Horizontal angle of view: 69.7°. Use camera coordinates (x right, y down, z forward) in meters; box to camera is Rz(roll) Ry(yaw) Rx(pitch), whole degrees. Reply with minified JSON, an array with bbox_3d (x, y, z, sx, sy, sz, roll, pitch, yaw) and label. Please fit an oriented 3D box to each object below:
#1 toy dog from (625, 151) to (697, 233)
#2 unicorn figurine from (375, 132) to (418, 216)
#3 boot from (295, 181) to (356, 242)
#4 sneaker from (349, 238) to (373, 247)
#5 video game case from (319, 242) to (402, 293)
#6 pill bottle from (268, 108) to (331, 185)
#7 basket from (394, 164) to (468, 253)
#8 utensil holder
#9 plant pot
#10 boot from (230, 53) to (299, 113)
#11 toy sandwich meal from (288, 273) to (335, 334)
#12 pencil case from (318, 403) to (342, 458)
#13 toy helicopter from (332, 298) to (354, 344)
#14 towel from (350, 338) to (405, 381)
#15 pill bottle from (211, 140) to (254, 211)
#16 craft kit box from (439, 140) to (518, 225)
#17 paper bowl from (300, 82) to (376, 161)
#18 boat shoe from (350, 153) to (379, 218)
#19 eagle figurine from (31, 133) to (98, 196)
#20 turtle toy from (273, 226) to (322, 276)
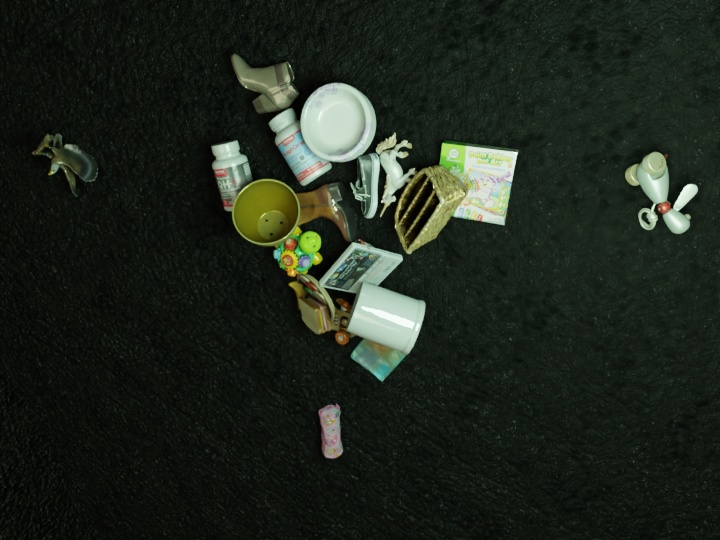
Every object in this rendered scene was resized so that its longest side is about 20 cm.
[{"bbox_3d":[0.719,-0.195,1.218,0.096,0.132,0.201,-30,108,-9],"label":"toy dog"},{"bbox_3d":[0.100,-0.271,1.448,0.136,0.074,0.202,-15,93,36],"label":"unicorn figurine"},{"bbox_3d":[-0.122,-0.162,1.581,0.198,0.069,0.190,-11,113,28],"label":"boot"},{"bbox_3d":[-0.019,-0.014,1.598,0.081,0.079,0.200,17,142,-25],"label":"sneaker"},{"bbox_3d":[0.000,0.000,1.553,0.180,0.024,0.200,12,138,-33],"label":"video game case"},{"bbox_3d":[-0.176,-0.356,1.488,0.108,0.109,0.201,-27,102,29],"label":"pill bottle"},{"bbox_3d":[0.162,-0.173,1.373,0.143,0.148,0.201,46,132,15],"label":"basket"},{"bbox_3d":[0.073,0.141,1.557,0.198,0.170,0.171,19,120,-4],"label":"utensil holder"},{"bbox_3d":[-0.276,-0.157,1.571,0.197,0.142,0.203,0,77,-1],"label":"plant pot"},{"bbox_3d":[-0.264,-0.549,1.467,0.145,0.070,0.201,-22,105,22],"label":"boot"},{"bbox_3d":[-0.156,0.104,1.637,0.205,0.070,0.206,41,153,27],"label":"toy sandwich meal"},{"bbox_3d":[-0.107,0.594,1.913,0.086,0.087,0.202,7,115,19],"label":"pencil case"},{"bbox_3d":[-0.080,0.136,1.699,0.199,0.079,0.133,38,129,16],"label":"toy helicopter"},{"bbox_3d":[0.070,0.268,1.727,0.146,0.022,0.200,38,121,1],"label":"towel"},{"bbox_3d":[-0.394,-0.295,1.601,0.110,0.111,0.202,-3,112,23],"label":"pill bottle"},{"bbox_3d":[0.307,-0.236,1.391,0.198,0.049,0.200,11,114,17],"label":"craft kit box"},{"bbox_3d":[-0.055,-0.399,1.409,0.198,0.104,0.203,3,101,15],"label":"paper bowl"},{"bbox_3d":[0.010,-0.234,1.464,0.067,0.074,0.201,-11,137,-17],"label":"boat shoe"},{"bbox_3d":[-1.047,-0.379,1.834,0.200,0.152,0.151,39,171,-33],"label":"eagle figurine"},{"bbox_3d":[-0.196,-0.060,1.635,0.199,0.101,0.146,-36,97,31],"label":"turtle toy"}]
